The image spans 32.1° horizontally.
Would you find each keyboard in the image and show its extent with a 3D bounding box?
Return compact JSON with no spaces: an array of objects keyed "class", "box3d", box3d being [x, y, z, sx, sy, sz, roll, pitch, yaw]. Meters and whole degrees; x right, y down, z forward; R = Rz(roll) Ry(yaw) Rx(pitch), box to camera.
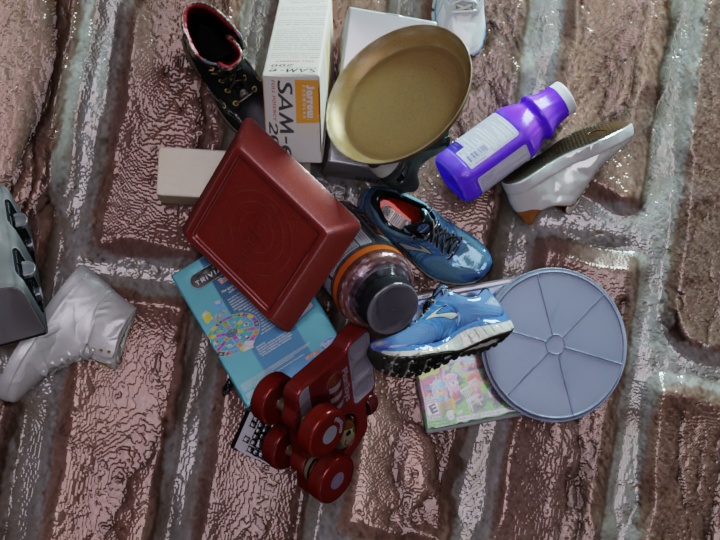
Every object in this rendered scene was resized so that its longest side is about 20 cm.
[{"class":"keyboard","box3d":[-0.119,0.146,1.655,0.126,0.021,0.202,24,83,-2]}]

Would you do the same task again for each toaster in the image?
[{"class":"toaster","box3d":[-0.500,0.006,1.557,0.197,0.120,0.183,-14,52,-8]}]

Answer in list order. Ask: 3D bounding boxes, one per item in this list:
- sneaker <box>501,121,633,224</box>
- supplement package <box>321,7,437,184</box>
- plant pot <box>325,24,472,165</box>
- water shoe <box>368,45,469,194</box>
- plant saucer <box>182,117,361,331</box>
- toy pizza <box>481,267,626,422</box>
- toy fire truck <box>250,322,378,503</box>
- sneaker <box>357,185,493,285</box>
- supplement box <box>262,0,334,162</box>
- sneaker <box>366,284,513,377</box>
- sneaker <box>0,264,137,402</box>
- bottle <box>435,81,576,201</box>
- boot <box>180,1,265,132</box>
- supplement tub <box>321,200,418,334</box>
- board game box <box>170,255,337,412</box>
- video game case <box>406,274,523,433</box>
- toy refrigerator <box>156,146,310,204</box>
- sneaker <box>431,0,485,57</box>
[{"class":"sneaker","box3d":[0.287,-0.130,1.690,0.198,0.073,0.086,-29,112,-7]},{"class":"supplement package","box3d":[0.023,-0.223,1.642,0.119,0.120,0.204,9,85,-5]},{"class":"plant pot","box3d":[0.049,-0.209,1.518,0.197,0.027,0.203,-15,56,23]},{"class":"water shoe","box3d":[0.082,-0.189,1.564,0.079,0.071,0.201,40,79,-32]},{"class":"plant saucer","box3d":[-0.122,-0.049,1.548,0.200,0.037,0.200,43,124,10]},{"class":"toy pizza","box3d":[0.255,0.098,1.659,0.196,0.032,0.204,1,84,-6]},{"class":"toy fire truck","box3d":[-0.038,0.182,1.588,0.111,0.202,0.167,28,52,35]},{"class":"sneaker","box3d":[0.085,-0.045,1.649,0.198,0.090,0.079,29,84,-2]},{"class":"supplement box","box3d":[-0.076,-0.245,1.582,0.072,0.202,0.127,2,130,3]},{"class":"sneaker","box3d":[0.094,0.073,1.595,0.197,0.079,0.090,-16,70,-23]},{"class":"sneaker","box3d":[-0.372,0.106,1.614,0.115,0.074,0.201,35,83,2]},{"class":"bottle","box3d":[0.197,-0.176,1.671,0.199,0.084,0.066,-36,130,-6]},{"class":"boot","box3d":[-0.166,-0.253,1.616,0.073,0.151,0.201,-34,88,-6]},{"class":"supplement tub","box3d":[0.000,0.000,1.579,0.105,0.200,0.108,-13,124,-20]},{"class":"board game box","box3d":[-0.132,0.057,1.631,0.150,0.047,0.202,-30,78,-7]},{"class":"video game case","box3d":[0.167,0.109,1.677,0.196,0.022,0.185,-10,86,-5]},{"class":"toy refrigerator","box3d":[-0.165,-0.123,1.645,0.196,0.076,0.071,2,85,-3]},{"class":"sneaker","box3d":[0.134,-0.388,1.682,0.074,0.087,0.204,-5,87,-6]}]
